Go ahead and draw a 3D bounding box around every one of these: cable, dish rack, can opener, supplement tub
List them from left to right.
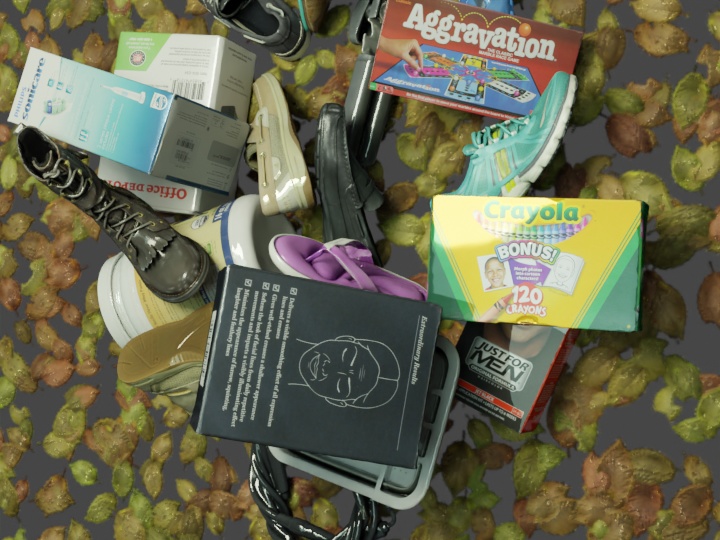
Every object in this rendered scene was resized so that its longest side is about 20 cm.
[{"bbox_3d":[-0.172,0.012,1.153,0.199,0.144,0.145,-18,79,20],"label":"supplement tub"},{"bbox_3d":[-0.051,0.222,1.141,0.163,0.051,0.201,-41,66,24],"label":"cable"},{"bbox_3d":[0.007,0.134,1.064,0.199,0.043,0.173,14,89,32],"label":"dish rack"},{"bbox_3d":[0.008,-0.217,1.154,0.067,0.053,0.201,19,95,56],"label":"can opener"}]

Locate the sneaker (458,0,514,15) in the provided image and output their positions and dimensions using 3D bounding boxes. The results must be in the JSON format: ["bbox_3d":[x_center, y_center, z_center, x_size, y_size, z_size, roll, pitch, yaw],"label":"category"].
[{"bbox_3d":[0.137,-0.265,1.091,0.078,0.066,0.201,20,94,10],"label":"sneaker"}]

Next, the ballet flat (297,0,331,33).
[{"bbox_3d":[-0.053,-0.368,1.184,0.072,0.068,0.201,-15,75,2],"label":"ballet flat"}]

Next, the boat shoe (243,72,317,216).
[{"bbox_3d":[-0.099,-0.139,1.140,0.065,0.072,0.201,-18,52,-1],"label":"boat shoe"}]

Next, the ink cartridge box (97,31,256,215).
[{"bbox_3d":[-0.215,-0.166,1.218,0.145,0.084,0.201,8,89,24],"label":"ink cartridge box"}]

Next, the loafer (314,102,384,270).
[{"bbox_3d":[-0.010,-0.080,1.110,0.070,0.068,0.202,-5,112,1],"label":"loafer"}]

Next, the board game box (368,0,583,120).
[{"bbox_3d":[0.115,-0.211,1.054,0.199,0.019,0.104,12,102,-6],"label":"board game box"}]

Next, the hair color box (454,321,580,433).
[{"bbox_3d":[0.166,0.050,1.049,0.101,0.061,0.201,25,95,24],"label":"hair color box"}]

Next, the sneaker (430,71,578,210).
[{"bbox_3d":[0.144,-0.115,1.041,0.079,0.078,0.200,35,109,-2],"label":"sneaker"}]

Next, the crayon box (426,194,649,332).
[{"bbox_3d":[0.165,-0.008,0.986,0.199,0.058,0.120,3,89,21],"label":"crayon box"}]

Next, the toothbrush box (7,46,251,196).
[{"bbox_3d":[-0.241,-0.155,1.101,0.199,0.146,0.086,22,95,25],"label":"toothbrush box"}]

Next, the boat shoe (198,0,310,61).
[{"bbox_3d":[-0.142,-0.316,1.210,0.200,0.063,0.073,41,102,21],"label":"boat shoe"}]

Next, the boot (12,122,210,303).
[{"bbox_3d":[-0.251,-0.057,1.033,0.069,0.174,0.200,-50,52,-3],"label":"boot"}]

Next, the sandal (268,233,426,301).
[{"bbox_3d":[-0.002,-0.005,1.065,0.050,0.202,0.083,-55,36,23],"label":"sandal"}]

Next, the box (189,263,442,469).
[{"bbox_3d":[-0.042,0.087,0.956,0.199,0.107,0.149,12,84,-11],"label":"box"}]

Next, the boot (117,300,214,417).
[{"bbox_3d":[-0.130,0.103,1.097,0.199,0.155,0.073,-20,53,20],"label":"boot"}]
